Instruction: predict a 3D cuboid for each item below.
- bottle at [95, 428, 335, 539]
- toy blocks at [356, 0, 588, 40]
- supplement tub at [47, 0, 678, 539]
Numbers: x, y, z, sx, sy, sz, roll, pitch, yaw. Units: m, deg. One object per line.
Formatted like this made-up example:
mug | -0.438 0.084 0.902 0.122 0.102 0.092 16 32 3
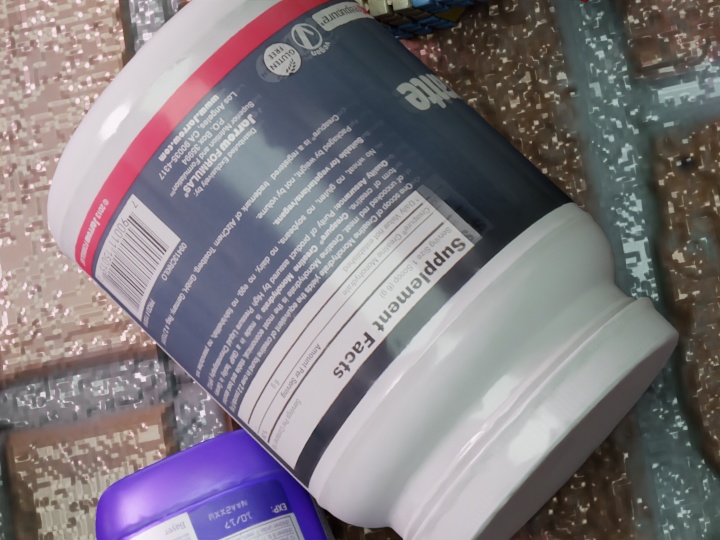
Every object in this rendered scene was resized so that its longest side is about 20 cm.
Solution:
bottle | -0.028 0.160 1.049 0.083 0.065 0.201 -25 73 5
toy blocks | 0.017 -0.152 1.105 0.199 0.100 0.137 -12 83 21
supplement tub | 0.000 0.000 1.035 0.200 0.140 0.140 43 89 11
